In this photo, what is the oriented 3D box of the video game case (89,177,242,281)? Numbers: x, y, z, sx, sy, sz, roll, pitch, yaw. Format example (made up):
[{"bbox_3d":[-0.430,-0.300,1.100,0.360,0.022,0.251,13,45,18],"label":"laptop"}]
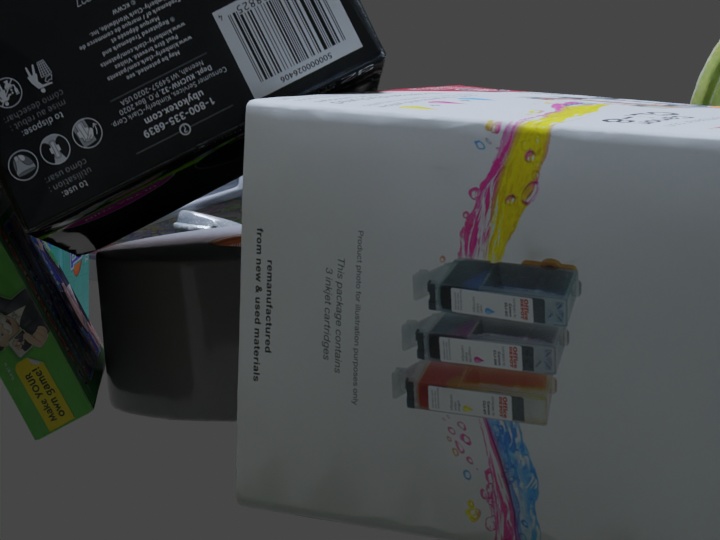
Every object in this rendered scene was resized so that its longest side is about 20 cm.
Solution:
[{"bbox_3d":[-0.058,-0.026,1.410,0.199,0.018,0.143,-16,-14,31],"label":"video game case"}]

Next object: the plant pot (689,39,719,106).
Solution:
[{"bbox_3d":[0.302,-0.050,1.453,0.200,0.201,0.184,-4,20,-37],"label":"plant pot"}]

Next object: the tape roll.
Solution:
[{"bbox_3d":[-0.010,0.016,1.163,0.199,0.067,0.200,-4,5,0],"label":"tape roll"}]

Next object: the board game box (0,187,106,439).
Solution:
[{"bbox_3d":[-0.164,-0.035,1.127,0.029,0.201,0.135,-28,7,2],"label":"board game box"}]

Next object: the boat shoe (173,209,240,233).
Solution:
[{"bbox_3d":[-0.001,0.000,1.376,0.201,0.065,0.074,-2,8,-26],"label":"boat shoe"}]

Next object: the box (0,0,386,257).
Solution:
[{"bbox_3d":[-0.081,-0.093,1.066,0.148,0.125,0.200,-26,-1,-2],"label":"box"}]

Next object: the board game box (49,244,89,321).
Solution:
[{"bbox_3d":[-0.228,-0.043,1.320,0.199,0.153,0.045,3,7,13],"label":"board game box"}]

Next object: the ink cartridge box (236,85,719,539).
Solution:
[{"bbox_3d":[0.078,0.015,0.948,0.199,0.145,0.145,7,9,33],"label":"ink cartridge box"}]
